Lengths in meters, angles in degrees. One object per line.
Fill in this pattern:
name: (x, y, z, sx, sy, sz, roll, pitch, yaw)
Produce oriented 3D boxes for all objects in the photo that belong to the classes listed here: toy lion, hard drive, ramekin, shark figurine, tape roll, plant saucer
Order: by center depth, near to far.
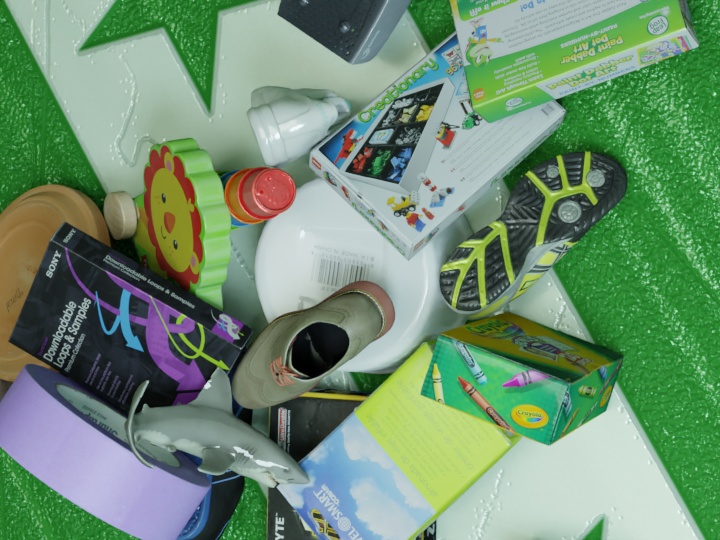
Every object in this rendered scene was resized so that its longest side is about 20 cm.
shark figurine: (-0.147, 0.127, 1.572, 0.128, 0.214, 0.090, 23, 90, 45)
tape roll: (-0.234, 0.165, 1.602, 0.200, 0.200, 0.066, 33, 89, 16)
hard drive: (0.010, -0.297, 1.622, 0.135, 0.042, 0.200, 38, 108, 41)
ramekin: (0.000, 0.000, 1.636, 0.200, 0.098, 0.201, 1, 93, 21)
toy lion: (-0.167, -0.018, 1.660, 0.192, 0.069, 0.200, -13, 89, 61)
plant saucer: (-0.323, 0.011, 1.751, 0.200, 0.032, 0.201, -15, 67, 38)

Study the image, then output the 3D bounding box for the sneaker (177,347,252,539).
sneaker: (-0.141, 0.171, 1.721, 0.070, 0.078, 0.200, 12, 76, 22)

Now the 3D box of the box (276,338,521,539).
box: (0.034, 0.173, 1.608, 0.200, 0.048, 0.122, -45, 77, 18)

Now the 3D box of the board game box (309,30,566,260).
board game box: (0.069, -0.117, 1.579, 0.200, 0.035, 0.126, -41, 75, -20)

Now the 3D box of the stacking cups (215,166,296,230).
stacking cups: (-0.101, -0.065, 1.624, 0.060, 0.200, 0.061, 0, 91, -21)

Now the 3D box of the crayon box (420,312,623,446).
crayon box: (0.143, 0.090, 1.532, 0.119, 0.200, 0.058, 20, 101, 18)

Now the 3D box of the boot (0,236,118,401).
boot: (-0.311, 0.067, 1.780, 0.146, 0.070, 0.200, -1, 81, 32)

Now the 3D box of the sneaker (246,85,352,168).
sneaker: (-0.050, -0.137, 1.609, 0.088, 0.200, 0.075, -21, 102, 2)

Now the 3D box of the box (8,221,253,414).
box: (-0.214, 0.061, 1.634, 0.200, 0.036, 0.143, 30, 128, 1)

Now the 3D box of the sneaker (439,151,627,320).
sneaker: (0.152, -0.033, 1.587, 0.200, 0.076, 0.075, -37, 73, -5)

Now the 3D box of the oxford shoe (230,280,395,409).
oxford shoe: (-0.059, 0.074, 1.565, 0.070, 0.075, 0.200, 52, 129, 0)

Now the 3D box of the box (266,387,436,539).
box: (-0.008, 0.213, 1.678, 0.159, 0.049, 0.200, 3, 94, 19)

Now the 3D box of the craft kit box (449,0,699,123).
craft kit box: (0.175, -0.253, 1.553, 0.200, 0.049, 0.198, -18, 64, 21)
